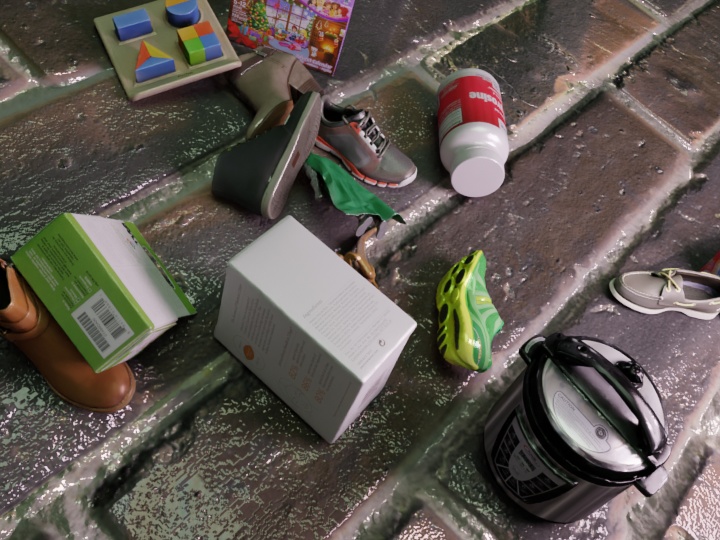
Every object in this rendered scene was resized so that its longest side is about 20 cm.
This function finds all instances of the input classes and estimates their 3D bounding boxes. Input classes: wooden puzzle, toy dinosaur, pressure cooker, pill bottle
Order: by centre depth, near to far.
[{"bbox_3d":[0.249,0.175,0.851,0.172,0.201,0.181,15,51,-9],"label":"pressure cooker"},{"bbox_3d":[0.000,0.000,1.011,0.106,0.060,0.203,32,34,-42],"label":"toy dinosaur"},{"bbox_3d":[-0.305,-0.367,1.151,0.182,0.047,0.202,-23,62,-17],"label":"wooden puzzle"},{"bbox_3d":[0.182,-0.223,1.196,0.110,0.113,0.203,10,52,-12],"label":"pill bottle"}]

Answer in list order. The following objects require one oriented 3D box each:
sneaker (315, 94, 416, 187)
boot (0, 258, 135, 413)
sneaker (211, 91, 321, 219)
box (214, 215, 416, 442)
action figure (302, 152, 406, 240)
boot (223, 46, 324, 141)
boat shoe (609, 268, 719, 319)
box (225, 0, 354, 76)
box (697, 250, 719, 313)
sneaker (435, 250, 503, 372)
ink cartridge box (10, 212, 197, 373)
[{"bbox_3d":[0.003,-0.202,1.135,0.197,0.082,0.078,29,50,4],"label":"sneaker"},{"bbox_3d":[-0.326,0.060,0.764,0.199,0.156,0.077,42,69,15],"label":"boot"},{"bbox_3d":[-0.132,-0.180,1.041,0.104,0.075,0.203,20,70,12],"label":"sneaker"},{"bbox_3d":[-0.058,0.069,0.853,0.199,0.153,0.106,40,52,13],"label":"box"},{"bbox_3d":[-0.032,-0.117,1.060,0.117,0.055,0.200,12,28,-44],"label":"action figure"},{"bbox_3d":[-0.157,-0.278,1.155,0.145,0.071,0.200,33,49,16],"label":"boot"},{"bbox_3d":[0.485,0.028,1.147,0.197,0.061,0.073,8,51,-14],"label":"boat shoe"},{"bbox_3d":[-0.119,-0.419,1.221,0.196,0.138,0.040,18,49,-5],"label":"box"},{"bbox_3d":[0.671,0.012,1.202,0.196,0.096,0.101,-3,56,-21],"label":"box"},{"bbox_3d":[0.151,0.058,1.011,0.083,0.074,0.202,36,43,-23],"label":"sneaker"},{"bbox_3d":[-0.272,0.020,0.824,0.075,0.200,0.149,-37,90,2],"label":"ink cartridge box"}]
